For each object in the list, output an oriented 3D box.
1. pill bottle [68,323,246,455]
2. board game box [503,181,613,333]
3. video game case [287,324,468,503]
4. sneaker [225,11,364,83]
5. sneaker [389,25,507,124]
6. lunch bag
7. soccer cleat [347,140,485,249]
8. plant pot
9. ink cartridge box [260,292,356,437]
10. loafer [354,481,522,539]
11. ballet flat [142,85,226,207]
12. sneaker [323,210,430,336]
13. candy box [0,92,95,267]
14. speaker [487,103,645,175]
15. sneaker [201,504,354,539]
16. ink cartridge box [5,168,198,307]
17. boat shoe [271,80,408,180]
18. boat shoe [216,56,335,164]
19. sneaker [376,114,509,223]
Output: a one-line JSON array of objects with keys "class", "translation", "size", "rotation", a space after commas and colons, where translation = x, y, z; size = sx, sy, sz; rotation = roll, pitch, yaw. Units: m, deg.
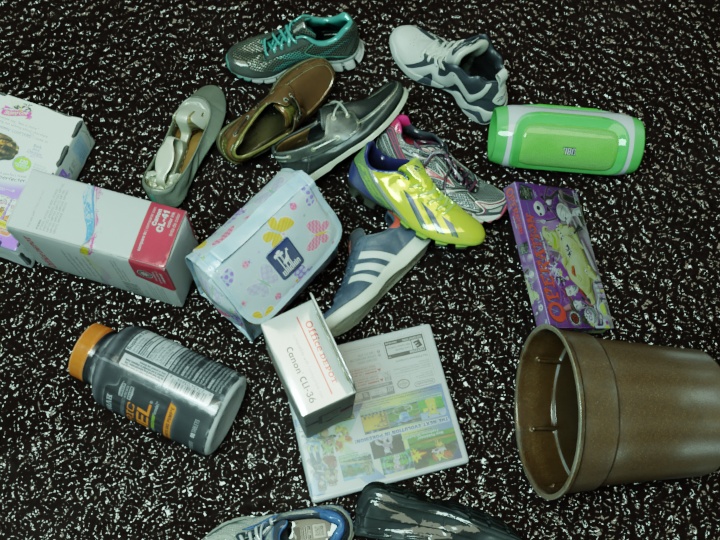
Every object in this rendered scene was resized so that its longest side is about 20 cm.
[{"class": "pill bottle", "translation": [-0.247, 0.134, 1.019], "size": [0.200, 0.106, 0.106], "rotation": [24, 72, 7]}, {"class": "board game box", "translation": [0.258, -0.016, 1.104], "size": [0.120, 0.032, 0.201], "rotation": [1, 69, -30]}, {"class": "video game case", "translation": [0.015, 0.176, 1.060], "size": [0.199, 0.022, 0.183], "rotation": [-13, 72, -7]}, {"class": "sneaker", "translation": [-0.093, -0.324, 1.191], "size": [0.199, 0.091, 0.078], "rotation": [-12, 71, -6]}, {"class": "sneaker", "translation": [0.126, -0.300, 1.171], "size": [0.079, 0.130, 0.199], "rotation": [-40, 77, -15]}, {"class": "lunch bag", "translation": [-0.115, -0.019, 1.028], "size": [0.127, 0.200, 0.170], "rotation": [41, 74, 12]}, {"class": "soccer cleat", "translation": [0.074, -0.097, 1.079], "size": [0.200, 0.084, 0.065], "rotation": [30, 28, 15]}, {"class": "plant pot", "translation": [0.308, 0.165, 0.992], "size": [0.198, 0.200, 0.201], "rotation": [2, 71, -9]}, {"class": "ink cartridge box", "translation": [-0.059, 0.111, 0.961], "size": [0.067, 0.200, 0.117], "rotation": [-24, 73, -11]}, {"class": "loafer", "translation": [0.090, 0.307, 0.998], "size": [0.200, 0.068, 0.071], "rotation": [16, 90, 1]}, {"class": "ballet flat", "translation": [-0.237, -0.179, 1.147], "size": [0.067, 0.064, 0.201], "rotation": [13, 71, 16]}, {"class": "sneaker", "translation": [0.000, 0.000, 1.095], "size": [0.084, 0.075, 0.200], "rotation": [42, 65, 10]}, {"class": "candy box", "translation": [-0.475, -0.128, 1.119], "size": [0.167, 0.072, 0.200], "rotation": [19, 72, 5]}, {"class": "speaker", "translation": [0.279, -0.178, 1.159], "size": [0.199, 0.088, 0.089], "rotation": [5, 71, 0]}, {"class": "sneaker", "translation": [-0.106, 0.311, 0.974], "size": [0.199, 0.085, 0.077], "rotation": [-16, 72, -7]}, {"class": "ink cartridge box", "translation": [-0.311, -0.038, 1.054], "size": [0.199, 0.148, 0.086], "rotation": [17, 71, 3]}, {"class": "boat shoe", "translation": [-0.026, -0.193, 1.128], "size": [0.200, 0.068, 0.072], "rotation": [-34, 31, 5]}, {"class": "boat shoe", "translation": [-0.104, -0.214, 1.153], "size": [0.200, 0.068, 0.072], "rotation": [-45, 116, -7]}, {"class": "sneaker", "translation": [0.108, -0.131, 1.127], "size": [0.200, 0.075, 0.081], "rotation": [30, 41, 7]}]
